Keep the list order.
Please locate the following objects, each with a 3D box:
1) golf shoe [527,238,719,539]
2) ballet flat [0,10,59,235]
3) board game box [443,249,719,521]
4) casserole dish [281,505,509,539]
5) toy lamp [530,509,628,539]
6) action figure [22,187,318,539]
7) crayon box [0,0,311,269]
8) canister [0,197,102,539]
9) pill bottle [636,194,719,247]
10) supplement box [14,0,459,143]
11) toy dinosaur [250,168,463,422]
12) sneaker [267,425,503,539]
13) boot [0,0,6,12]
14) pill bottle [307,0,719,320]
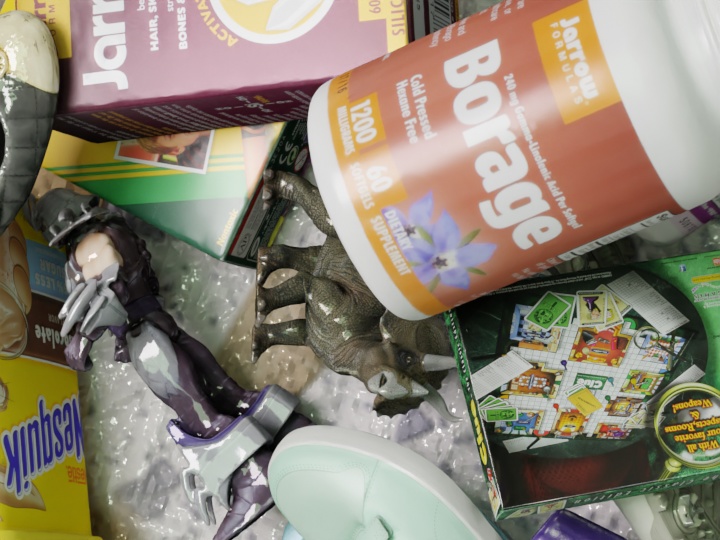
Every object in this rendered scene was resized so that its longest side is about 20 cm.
[{"bbox_3d":[0.105,0.060,1.167,0.097,0.078,0.201,-35,70,33],"label":"golf shoe"},{"bbox_3d":[-0.199,-0.030,1.127,0.066,0.057,0.201,31,92,23],"label":"ballet flat"},{"bbox_3d":[0.143,0.046,1.108,0.199,0.023,0.105,-8,70,-16],"label":"board game box"},{"bbox_3d":[0.044,0.182,1.181,0.200,0.039,0.121,45,99,17],"label":"casserole dish"},{"bbox_3d":[0.155,0.185,1.113,0.200,0.058,0.058,39,97,7],"label":"toy lamp"},{"bbox_3d":[-0.103,0.036,1.204,0.069,0.130,0.200,-41,85,13],"label":"action figure"},{"bbox_3d":[-0.089,-0.128,1.247,0.172,0.058,0.201,26,94,19],"label":"crayon box"},{"bbox_3d":[-0.194,0.063,1.218,0.086,0.148,0.202,-10,80,18],"label":"canister"},{"bbox_3d":[0.187,-0.109,1.123,0.199,0.112,0.113,-35,75,13],"label":"pill bottle"},{"bbox_3d":[-0.058,-0.129,1.159,0.199,0.086,0.111,-5,83,19],"label":"supplement box"},{"bbox_3d":[0.000,0.000,1.184,0.101,0.077,0.201,5,50,-3],"label":"toy dinosaur"},{"bbox_3d":[0.010,0.153,1.090,0.200,0.118,0.074,37,135,22],"label":"sneaker"},{"bbox_3d":[-0.236,-0.218,1.306,0.200,0.070,0.146,47,108,24],"label":"boot"},{"bbox_3d":[0.087,-0.065,1.036,0.199,0.112,0.113,-23,77,17],"label":"pill bottle"}]
